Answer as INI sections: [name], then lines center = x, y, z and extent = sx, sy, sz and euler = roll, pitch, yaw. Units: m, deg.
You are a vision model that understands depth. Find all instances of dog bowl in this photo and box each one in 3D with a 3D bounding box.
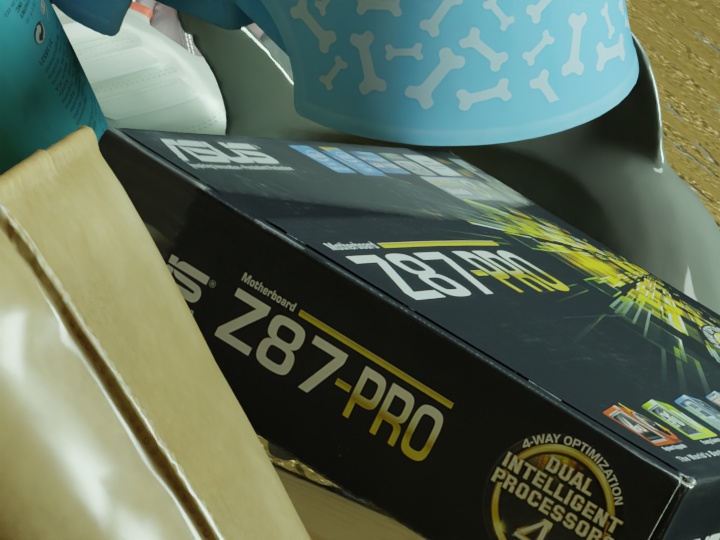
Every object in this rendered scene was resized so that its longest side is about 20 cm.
[dog bowl]
center = -0.007, -0.096, 0.872
extent = 0.200, 0.050, 0.111
euler = 25, 36, 36

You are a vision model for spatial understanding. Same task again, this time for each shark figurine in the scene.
[shark figurine]
center = 0.052, -0.041, 0.913
extent = 0.214, 0.090, 0.128
euler = 28, 36, 33

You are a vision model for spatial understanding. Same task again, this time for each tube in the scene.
[tube]
center = -0.100, -0.050, 0.910
extent = 0.200, 0.050, 0.077
euler = 60, 9, -55

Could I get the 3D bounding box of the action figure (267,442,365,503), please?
[action figure]
center = 0.043, 0.078, 0.904
extent = 0.193, 0.105, 0.200
euler = 34, -9, -9

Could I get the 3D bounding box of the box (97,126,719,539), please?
[box]
center = 0.038, 0.024, 0.726
extent = 0.161, 0.049, 0.200
euler = 30, 13, 23

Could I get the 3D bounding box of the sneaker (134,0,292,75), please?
[sneaker]
center = -0.034, -0.126, 1.127
extent = 0.115, 0.200, 0.076
euler = 31, -23, -16

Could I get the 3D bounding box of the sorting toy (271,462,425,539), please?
[sorting toy]
center = -0.056, 0.065, 0.729
extent = 0.200, 0.107, 0.180
euler = 25, 10, -14

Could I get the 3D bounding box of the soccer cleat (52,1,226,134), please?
[soccer cleat]
center = -0.135, -0.068, 1.018
extent = 0.200, 0.069, 0.078
euler = 25, 49, -3

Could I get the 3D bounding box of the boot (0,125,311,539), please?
[boot]
center = -0.048, 0.086, 0.556
extent = 0.200, 0.066, 0.175
euler = 60, 20, -6
